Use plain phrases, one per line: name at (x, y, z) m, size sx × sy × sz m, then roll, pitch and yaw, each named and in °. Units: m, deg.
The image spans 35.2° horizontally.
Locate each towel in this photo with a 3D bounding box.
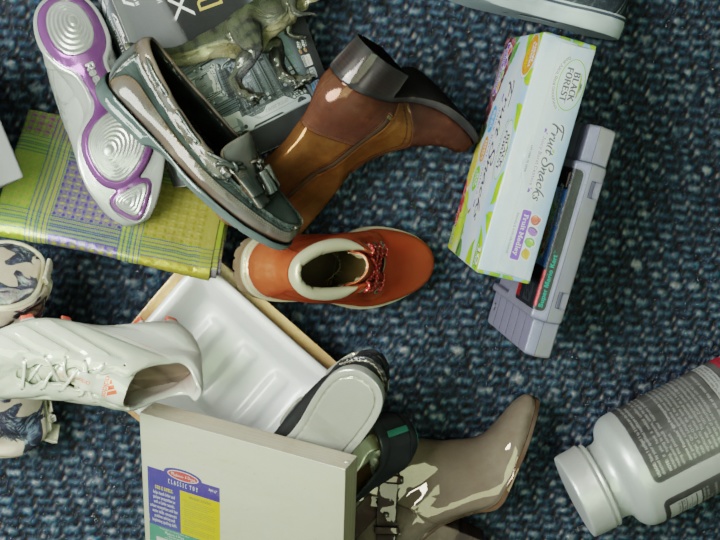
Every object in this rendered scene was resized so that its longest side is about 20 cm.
towel at (-0.204, -0.066, 0.984) m, size 0.197 × 0.023 × 0.145 m, roll 11°, pitch 54°, yaw -8°

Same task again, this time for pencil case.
pencil case at (-0.301, 0.069, 0.966) m, size 0.088 × 0.078 × 0.202 m, roll 0°, pitch 131°, yaw -16°

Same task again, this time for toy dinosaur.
toy dinosaur at (-0.087, -0.185, 0.940) m, size 0.198 × 0.047 × 0.089 m, roll -28°, pitch 88°, yaw -19°

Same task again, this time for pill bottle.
pill bottle at (0.288, 0.168, 1.062) m, size 0.198 × 0.111 × 0.112 m, roll -26°, pitch 100°, yaw -1°

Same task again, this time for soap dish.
soap dish at (-0.120, 0.097, 1.029) m, size 0.200 × 0.081 × 0.158 m, roll 41°, pitch 94°, yaw -10°

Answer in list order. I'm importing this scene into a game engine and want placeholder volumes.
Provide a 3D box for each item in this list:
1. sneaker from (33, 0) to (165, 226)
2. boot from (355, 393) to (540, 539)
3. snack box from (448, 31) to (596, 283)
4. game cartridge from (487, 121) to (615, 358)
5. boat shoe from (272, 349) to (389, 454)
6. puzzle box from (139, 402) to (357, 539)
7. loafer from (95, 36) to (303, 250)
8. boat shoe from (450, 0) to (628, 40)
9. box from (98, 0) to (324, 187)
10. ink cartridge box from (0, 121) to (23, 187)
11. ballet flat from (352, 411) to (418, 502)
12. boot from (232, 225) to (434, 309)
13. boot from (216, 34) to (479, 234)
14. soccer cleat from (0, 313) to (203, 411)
sneaker at (-0.216, -0.133, 0.967) m, size 0.074 × 0.100 × 0.202 m, roll -18°, pitch 84°, yaw -12°
boot at (0.067, 0.186, 1.070) m, size 0.145 × 0.070 × 0.202 m, roll 23°, pitch 89°, yaw 0°
snack box at (0.136, -0.100, 0.989) m, size 0.052 × 0.142 × 0.203 m, roll 14°, pitch 97°, yaw -9°
game cartridge at (0.165, -0.034, 1.009) m, size 0.038 × 0.130 × 0.203 m, roll 14°, pitch 97°, yaw -7°
boat shoe at (-0.042, 0.146, 0.968) m, size 0.074 × 0.060 × 0.201 m, roll 35°, pitch 114°, yaw 2°
puzzle box at (-0.097, 0.195, 0.956) m, size 0.198 × 0.025 × 0.135 m, roll 12°, pitch 114°, yaw 22°
loafer at (-0.117, -0.099, 0.896) m, size 0.200 × 0.072 × 0.063 m, roll 41°, pitch 111°, yaw -9°
boat shoe at (0.149, -0.271, 1.005) m, size 0.198 × 0.071 × 0.092 m, roll 11°, pitch 97°, yaw -14°
box at (-0.124, -0.194, 0.975) m, size 0.156 × 0.050 × 0.202 m, roll -25°, pitch 101°, yaw -21°
ink cartridge box at (-0.337, -0.109, 0.914) m, size 0.066 × 0.199 × 0.117 m, roll -27°, pitch 102°, yaw -29°
ballet flat at (-0.033, 0.195, 1.029) m, size 0.073 × 0.073 × 0.200 m, roll 44°, pitch 115°, yaw -10°
boot at (0.000, 0.000, 0.988) m, size 0.198 × 0.107 × 0.076 m, roll -4°, pitch 93°, yaw -34°
boot at (-0.005, -0.088, 1.001) m, size 0.200 × 0.187 × 0.069 m, roll -50°, pitch 58°, yaw 17°
soccer cleat at (-0.219, 0.078, 0.904) m, size 0.198 × 0.078 × 0.070 m, roll -3°, pitch 131°, yaw -27°
